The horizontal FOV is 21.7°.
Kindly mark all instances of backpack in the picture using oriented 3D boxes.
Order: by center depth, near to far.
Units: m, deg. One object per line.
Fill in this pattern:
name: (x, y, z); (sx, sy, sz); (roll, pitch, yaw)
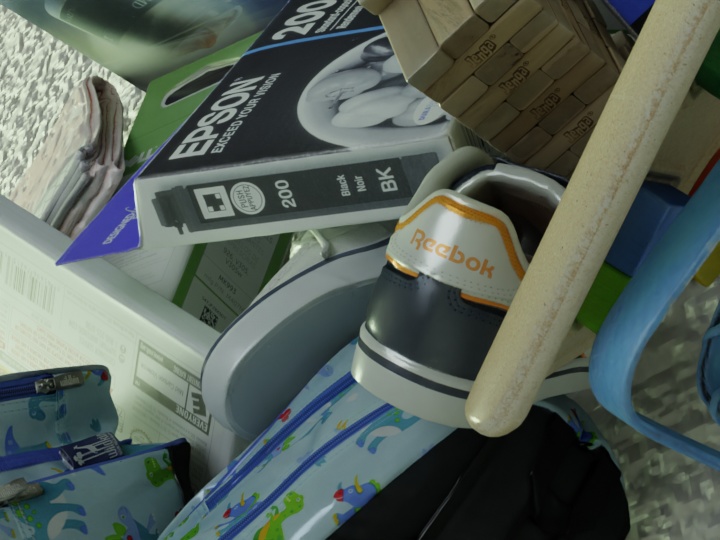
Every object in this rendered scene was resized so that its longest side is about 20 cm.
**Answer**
backpack: (0.008, 0.116, 0.724); (0.200, 0.163, 0.154); (-41, 29, 8)
backpack: (-0.180, 0.132, 0.787); (0.183, 0.199, 0.148); (-35, 73, 44)

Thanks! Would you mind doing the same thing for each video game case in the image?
video game case: (-0.128, 0.085, 0.882); (0.199, 0.023, 0.184); (29, 119, 35)

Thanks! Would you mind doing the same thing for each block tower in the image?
block tower: (0.084, -0.065, 0.715); (0.054, 0.199, 0.058); (-41, 43, 21)

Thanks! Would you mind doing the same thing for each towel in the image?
towel: (-0.191, -0.002, 1.035); (0.201, 0.032, 0.191); (-57, 15, 10)

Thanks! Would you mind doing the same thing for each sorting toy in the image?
sorting toy: (0.113, -0.050, 0.573); (0.036, 0.200, 0.186); (31, 118, 16)

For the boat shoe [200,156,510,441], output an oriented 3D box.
boat shoe: (0.000, -0.004, 0.799); (0.201, 0.075, 0.086); (-34, 43, -26)

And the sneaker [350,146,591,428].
sneaker: (0.063, 0.000, 0.694); (0.078, 0.200, 0.080); (22, 104, 16)

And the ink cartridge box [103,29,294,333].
ink cartridge box: (-0.087, -0.025, 0.966); (0.103, 0.059, 0.201); (-19, 40, 38)

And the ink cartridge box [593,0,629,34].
ink cartridge box: (0.124, -0.204, 0.801); (0.143, 0.084, 0.202); (1, 60, 3)

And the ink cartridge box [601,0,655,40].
ink cartridge box: (0.138, -0.116, 0.696); (0.094, 0.200, 0.044); (-43, 6, 9)

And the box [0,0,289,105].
box: (-0.093, -0.202, 0.988); (0.199, 0.198, 0.125); (-18, 56, 38)

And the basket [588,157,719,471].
basket: (0.172, 0.003, 0.578); (0.177, 0.200, 0.139); (-54, 43, 2)

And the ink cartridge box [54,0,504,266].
ink cartridge box: (-0.019, -0.074, 0.837); (0.198, 0.044, 0.198); (-8, 26, 24)
